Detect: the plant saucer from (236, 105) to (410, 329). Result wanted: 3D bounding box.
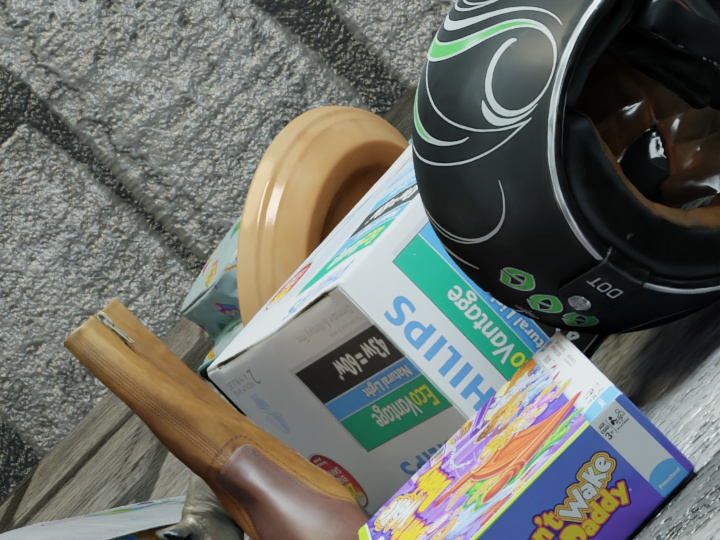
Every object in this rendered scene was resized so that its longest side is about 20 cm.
[{"bbox_3d":[0.000,0.000,1.727,0.037,0.201,0.200,-1,36,37],"label":"plant saucer"}]

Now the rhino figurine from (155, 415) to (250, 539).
[{"bbox_3d":[-0.048,0.119,1.636,0.200,0.087,0.060,-48,10,-9],"label":"rhino figurine"}]

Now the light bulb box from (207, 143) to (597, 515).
[{"bbox_3d":[0.050,0.010,1.543,0.200,0.125,0.198,-48,7,-28],"label":"light bulb box"}]

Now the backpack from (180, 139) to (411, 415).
[{"bbox_3d":[-0.013,0.003,1.906,0.200,0.153,0.176,-41,-1,-23],"label":"backpack"}]

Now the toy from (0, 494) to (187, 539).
[{"bbox_3d":[-0.123,0.165,1.738,0.200,0.047,0.115,-14,5,-44],"label":"toy"}]

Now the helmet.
[{"bbox_3d":[0.117,-0.070,1.330,0.200,0.200,0.191,-47,17,-12],"label":"helmet"}]

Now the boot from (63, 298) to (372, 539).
[{"bbox_3d":[-0.062,0.091,1.398,0.068,0.200,0.188,-44,6,9],"label":"boot"}]

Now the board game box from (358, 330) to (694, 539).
[{"bbox_3d":[0.066,0.100,1.225,0.134,0.045,0.200,-46,6,2],"label":"board game box"}]
